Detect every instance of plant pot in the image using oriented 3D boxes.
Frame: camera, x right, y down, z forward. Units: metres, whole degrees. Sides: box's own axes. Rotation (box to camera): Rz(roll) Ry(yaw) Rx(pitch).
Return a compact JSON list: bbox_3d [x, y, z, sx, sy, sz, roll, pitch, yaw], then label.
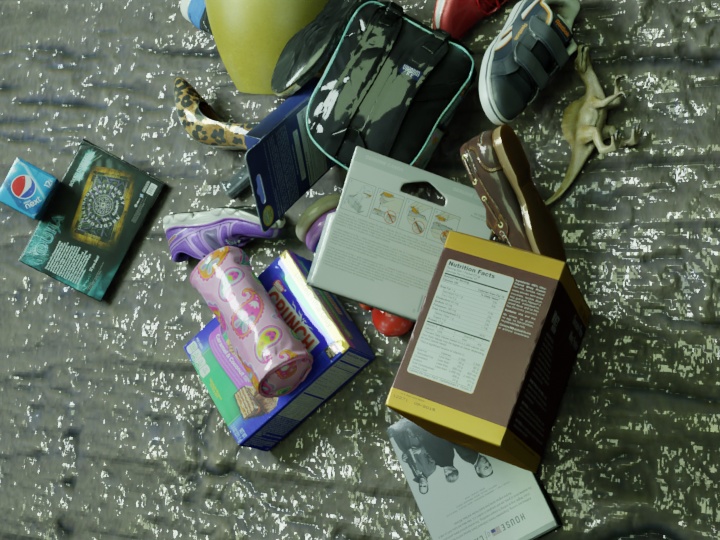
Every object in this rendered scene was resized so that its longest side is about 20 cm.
[{"bbox_3d":[-0.114,-0.313,1.475,0.199,0.200,0.143,10,106,30],"label":"plant pot"}]

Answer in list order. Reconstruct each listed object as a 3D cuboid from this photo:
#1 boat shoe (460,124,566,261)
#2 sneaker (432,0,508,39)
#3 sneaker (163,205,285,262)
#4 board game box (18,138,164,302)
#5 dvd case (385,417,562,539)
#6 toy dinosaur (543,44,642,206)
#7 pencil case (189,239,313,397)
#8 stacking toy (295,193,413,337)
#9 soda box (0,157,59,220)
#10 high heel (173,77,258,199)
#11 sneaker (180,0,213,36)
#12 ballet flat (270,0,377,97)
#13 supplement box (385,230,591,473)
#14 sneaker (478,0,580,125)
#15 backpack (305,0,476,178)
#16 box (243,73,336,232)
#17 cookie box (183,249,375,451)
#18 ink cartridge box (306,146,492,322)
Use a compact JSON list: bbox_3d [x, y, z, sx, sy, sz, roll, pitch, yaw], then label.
[{"bbox_3d":[0.181,-0.070,1.292,0.070,0.070,0.201,-23,87,33],"label":"boat shoe"},{"bbox_3d":[0.182,-0.363,1.375,0.115,0.078,0.201,34,96,32],"label":"sneaker"},{"bbox_3d":[-0.186,-0.046,1.511,0.199,0.080,0.084,-5,92,35],"label":"sneaker"},{"bbox_3d":[-0.394,-0.073,1.594,0.201,0.135,0.028,-61,16,2],"label":"board game box"},{"bbox_3d":[0.129,0.242,1.285,0.150,0.025,0.201,-32,65,18],"label":"dvd case"},{"bbox_3d":[0.277,-0.164,1.298,0.101,0.058,0.202,13,93,47],"label":"toy dinosaur"},{"bbox_3d":[-0.135,0.060,1.354,0.087,0.087,0.201,-42,60,13],"label":"pencil case"},{"bbox_3d":[0.000,0.000,1.386,0.085,0.085,0.201,-41,66,14],"label":"stacking toy"},{"bbox_3d":[-0.489,-0.117,1.612,0.064,0.200,0.068,28,85,-12],"label":"soda box"},{"bbox_3d":[-0.175,-0.220,1.530,0.142,0.071,0.201,-36,80,23],"label":"high heel"},{"bbox_3d":[-0.179,-0.434,1.584,0.111,0.077,0.201,40,102,36],"label":"sneaker"},{"bbox_3d":[-0.039,-0.296,1.381,0.200,0.057,0.066,-50,56,0],"label":"ballet flat"},{"bbox_3d":[0.148,0.093,1.193,0.132,0.197,0.201,17,79,24],"label":"supplement box"},{"bbox_3d":[0.204,-0.262,1.296,0.079,0.078,0.201,-9,47,43],"label":"sneaker"},{"bbox_3d":[0.033,-0.208,1.360,0.175,0.153,0.201,30,88,6],"label":"backpack"},{"bbox_3d":[-0.088,-0.151,1.384,0.032,0.122,0.200,14,43,28],"label":"box"},{"bbox_3d":[-0.109,0.105,1.418,0.200,0.075,0.172,-42,61,13],"label":"cookie box"},{"bbox_3d":[0.054,-0.034,1.317,0.199,0.044,0.175,19,84,-10],"label":"ink cartridge box"}]
